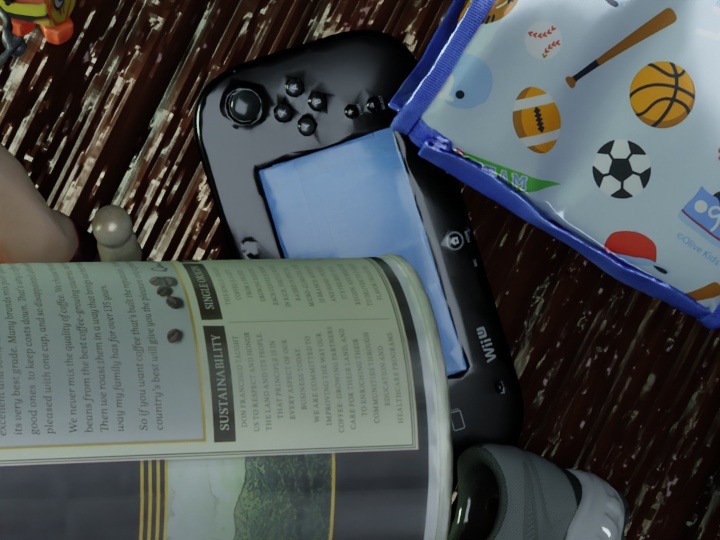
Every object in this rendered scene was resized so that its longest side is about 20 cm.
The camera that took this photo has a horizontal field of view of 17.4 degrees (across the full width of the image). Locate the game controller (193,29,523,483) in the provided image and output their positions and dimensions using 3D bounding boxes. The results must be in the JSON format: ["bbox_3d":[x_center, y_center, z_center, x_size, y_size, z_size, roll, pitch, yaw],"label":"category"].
[{"bbox_3d":[0.000,0.000,1.014,0.104,0.042,0.201,-17,94,-1],"label":"game controller"}]

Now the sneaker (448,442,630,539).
[{"bbox_3d":[0.047,0.164,0.972,0.079,0.074,0.201,29,59,-21],"label":"sneaker"}]

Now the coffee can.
[{"bbox_3d":[-0.080,0.067,0.900,0.199,0.146,0.147,-1,93,-15],"label":"coffee can"}]

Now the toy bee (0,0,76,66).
[{"bbox_3d":[-0.142,-0.150,0.984,0.131,0.109,0.200,33,71,14],"label":"toy bee"}]

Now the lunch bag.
[{"bbox_3d":[0.128,-0.100,0.973,0.169,0.124,0.201,31,84,-4],"label":"lunch bag"}]

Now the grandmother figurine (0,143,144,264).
[{"bbox_3d":[-0.138,-0.007,0.956,0.121,0.200,0.061,14,69,39],"label":"grandmother figurine"}]
